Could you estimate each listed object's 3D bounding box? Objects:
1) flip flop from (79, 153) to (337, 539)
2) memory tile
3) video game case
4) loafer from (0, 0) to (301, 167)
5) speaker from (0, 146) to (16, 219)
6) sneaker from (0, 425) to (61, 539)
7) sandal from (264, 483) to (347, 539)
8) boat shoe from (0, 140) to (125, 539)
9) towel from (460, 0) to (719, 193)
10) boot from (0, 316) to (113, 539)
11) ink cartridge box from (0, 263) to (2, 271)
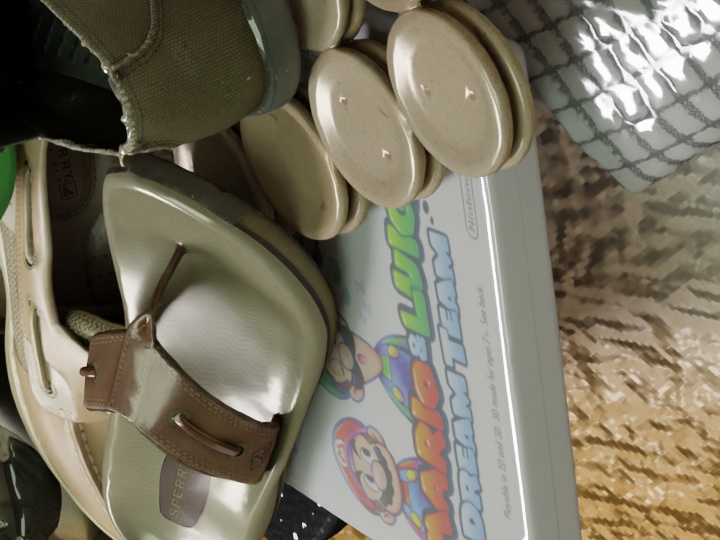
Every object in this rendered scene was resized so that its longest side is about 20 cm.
[{"bbox_3d":[-0.059,0.042,0.928,0.081,0.058,0.200,28,141,13],"label":"flip flop"},{"bbox_3d":[-0.026,-0.083,0.838,0.200,0.017,0.154,-17,100,61],"label":"memory tile"},{"bbox_3d":[0.000,0.000,0.907,0.182,0.024,0.201,28,135,49],"label":"video game case"},{"bbox_3d":[-0.111,-0.079,0.856,0.200,0.070,0.075,15,129,38],"label":"loafer"},{"bbox_3d":[-0.205,-0.015,0.995,0.200,0.088,0.089,-22,112,44],"label":"speaker"},{"bbox_3d":[-0.208,0.075,1.071,0.199,0.089,0.079,3,96,4],"label":"sneaker"},{"bbox_3d":[0.007,0.043,1.005,0.075,0.045,0.200,60,150,7],"label":"sandal"},{"bbox_3d":[-0.087,0.021,1.006,0.065,0.071,0.200,38,150,58],"label":"boat shoe"},{"bbox_3d":[0.075,-0.138,0.780,0.200,0.086,0.166,51,143,-6],"label":"towel"},{"bbox_3d":[-0.109,0.118,1.099,0.075,0.097,0.200,-14,117,40],"label":"boot"},{"bbox_3d":[-0.227,-0.058,1.064,0.200,0.057,0.162,46,136,-15],"label":"ink cartridge box"}]
